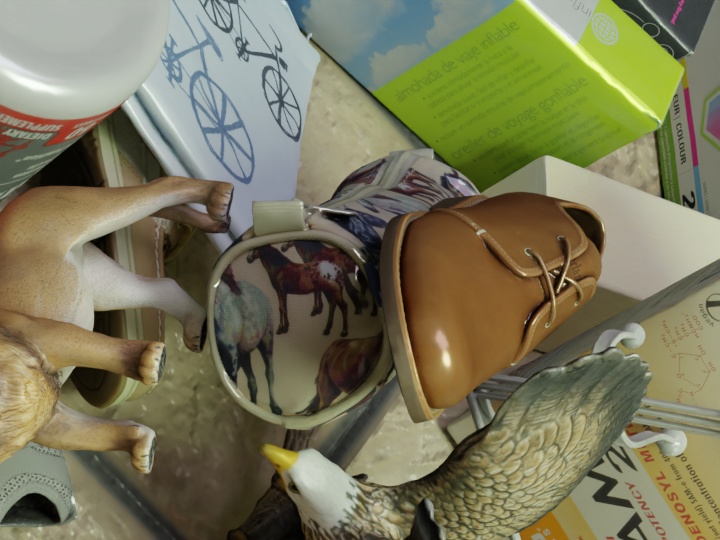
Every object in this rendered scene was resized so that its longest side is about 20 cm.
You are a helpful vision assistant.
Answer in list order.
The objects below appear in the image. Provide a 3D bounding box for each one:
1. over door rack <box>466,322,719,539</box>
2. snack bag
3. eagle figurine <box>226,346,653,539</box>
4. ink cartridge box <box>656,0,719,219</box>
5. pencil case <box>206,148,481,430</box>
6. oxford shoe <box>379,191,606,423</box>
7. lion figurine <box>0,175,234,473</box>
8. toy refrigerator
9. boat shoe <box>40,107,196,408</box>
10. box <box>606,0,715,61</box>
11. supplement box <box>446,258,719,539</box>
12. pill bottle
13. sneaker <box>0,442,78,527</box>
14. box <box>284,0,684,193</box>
[{"bbox_3d":[0.126,0.111,1.107,0.067,0.148,0.200,-36,125,-45],"label":"over door rack"},{"bbox_3d":[-0.080,-0.115,1.116,0.189,0.021,0.200,55,23,-28],"label":"snack bag"},{"bbox_3d":[0.020,0.109,1.024,0.151,0.200,0.152,4,84,-46],"label":"eagle figurine"},{"bbox_3d":[0.250,-0.097,1.325,0.076,0.200,0.148,14,60,-34],"label":"ink cartridge box"},{"bbox_3d":[0.000,0.000,1.058,0.200,0.078,0.090,-37,134,-71],"label":"pencil case"},{"bbox_3d":[0.054,0.004,0.981,0.200,0.071,0.071,-48,127,-67],"label":"oxford shoe"},{"bbox_3d":[-0.125,0.015,0.970,0.122,0.073,0.200,11,27,7],"label":"lion figurine"},{"bbox_3d":[0.146,0.008,1.275,0.200,0.076,0.070,17,59,-32],"label":"toy refrigerator"},{"bbox_3d":[-0.100,-0.037,1.095,0.066,0.074,0.200,5,66,-32],"label":"boat shoe"},{"bbox_3d":[0.119,-0.186,1.310,0.115,0.132,0.200,44,48,-19],"label":"box"},{"bbox_3d":[0.153,0.074,1.161,0.074,0.200,0.126,-33,90,-48],"label":"supplement box"},{"bbox_3d":[-0.170,-0.073,0.967,0.116,0.200,0.116,18,57,-31],"label":"pill bottle"},{"bbox_3d":[-0.180,0.097,0.960,0.200,0.075,0.082,-29,87,-45],"label":"sneaker"},{"bbox_3d":[0.043,-0.124,1.222,0.200,0.122,0.048,41,51,-17],"label":"box"}]
